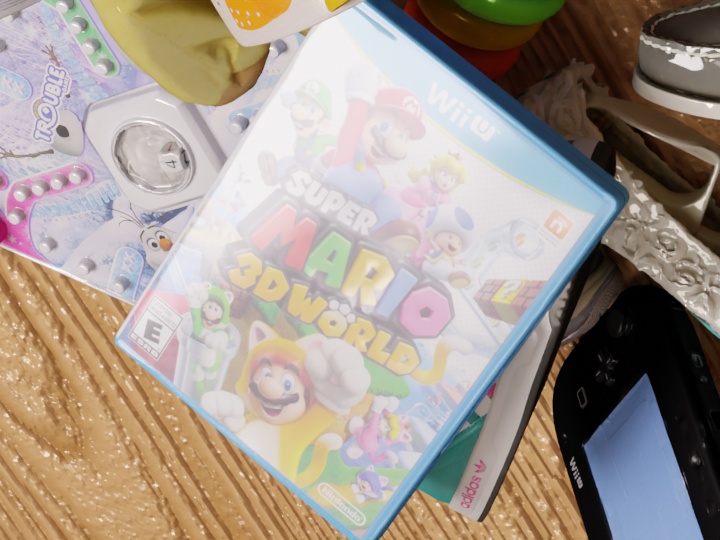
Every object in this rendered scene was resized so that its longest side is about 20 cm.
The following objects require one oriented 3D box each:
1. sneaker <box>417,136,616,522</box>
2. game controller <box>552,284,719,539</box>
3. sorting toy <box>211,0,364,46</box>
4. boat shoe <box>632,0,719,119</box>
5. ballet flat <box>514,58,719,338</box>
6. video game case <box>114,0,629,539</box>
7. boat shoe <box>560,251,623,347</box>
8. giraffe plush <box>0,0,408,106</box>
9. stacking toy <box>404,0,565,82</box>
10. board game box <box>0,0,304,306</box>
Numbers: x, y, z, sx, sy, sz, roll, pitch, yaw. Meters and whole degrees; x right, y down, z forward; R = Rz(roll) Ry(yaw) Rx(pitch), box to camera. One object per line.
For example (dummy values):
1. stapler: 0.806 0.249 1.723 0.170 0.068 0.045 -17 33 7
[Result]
1. sneaker: 0.029 0.009 1.201 0.121 0.084 0.200 22 127 5
2. game controller: 0.135 0.108 1.250 0.042 0.200 0.104 10 140 -34
3. sorting toy: -0.003 -0.203 1.006 0.200 0.107 0.180 -33 102 0
4. boat shoe: 0.205 -0.100 1.123 0.202 0.072 0.060 -2 124 17
5. ballet flat: 0.146 -0.019 1.214 0.200 0.072 0.072 36 131 -6
6. video game case: 0.000 0.000 1.155 0.143 0.018 0.200 39 118 9
7. boat shoe: 0.023 0.017 1.299 0.200 0.074 0.073 -23 101 23
8. giraffe plush: -0.086 -0.177 1.148 0.200 0.162 0.173 -9 135 -18
9. stacking toy: 0.057 -0.128 1.171 0.085 0.085 0.200 30 139 0
10. board game box: -0.098 -0.053 1.323 0.200 0.026 0.200 24 132 5
